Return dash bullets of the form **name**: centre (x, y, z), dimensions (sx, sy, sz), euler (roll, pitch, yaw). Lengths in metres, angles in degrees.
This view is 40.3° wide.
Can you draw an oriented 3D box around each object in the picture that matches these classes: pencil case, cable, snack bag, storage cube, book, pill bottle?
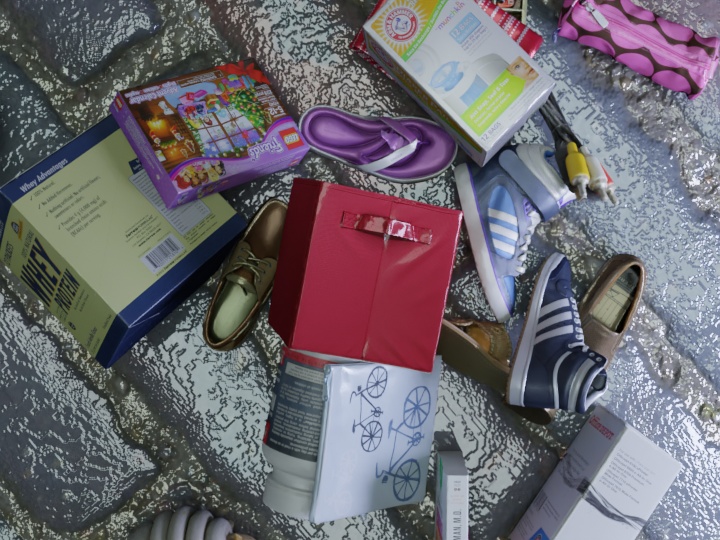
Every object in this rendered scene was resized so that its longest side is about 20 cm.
- **pencil case**: centre (0.330, -0.276, 1.162), dimensions (0.197, 0.094, 0.092), euler (24, 92, 0)
- **cable**: centre (0.254, -0.160, 1.167), dimensions (0.050, 0.096, 0.203), euler (-32, 62, 37)
- **snack bag**: centre (0.017, 0.196, 1.146), dimensions (0.021, 0.198, 0.192), euler (14, 100, 44)
- **storage cube**: centre (0.000, 0.000, 1.119), dimensions (0.168, 0.200, 0.183), euler (10, 93, -14)
- **book**: centre (0.111, 0.328, 1.160), dimensions (0.047, 0.134, 0.204), euler (1, 91, 2)
- **pill bottle**: centre (-0.054, 0.185, 1.169), dimensions (0.118, 0.120, 0.204), euler (13, 91, 1)

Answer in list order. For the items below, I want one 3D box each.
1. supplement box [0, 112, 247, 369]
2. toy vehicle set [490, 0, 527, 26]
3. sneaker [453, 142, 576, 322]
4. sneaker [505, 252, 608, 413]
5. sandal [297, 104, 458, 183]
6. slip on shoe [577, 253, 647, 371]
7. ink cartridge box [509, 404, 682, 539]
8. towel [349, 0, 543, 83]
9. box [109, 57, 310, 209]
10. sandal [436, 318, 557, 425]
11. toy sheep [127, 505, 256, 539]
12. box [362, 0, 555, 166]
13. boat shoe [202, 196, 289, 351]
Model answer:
- **supplement box**: centre (-0.277, -0.041, 1.120), dimensions (0.200, 0.134, 0.200), euler (45, 54, 1)
- **toy vehicle set**: centre (0.142, -0.351, 1.198), dimensions (0.122, 0.027, 0.204), euler (3, 91, 2)
- **sneaker**: centre (0.201, -0.052, 1.175), dimensions (0.144, 0.081, 0.203), euler (-15, 85, 6)
- **sneaker**: centre (0.245, 0.075, 1.143), dimensions (0.107, 0.070, 0.202), euler (10, 61, 23)
- **sandal**: centre (0.020, -0.154, 1.194), dimensions (0.199, 0.050, 0.084), euler (8, 92, 1)
- **slip on shoe**: centre (0.288, 0.073, 1.186), dimensions (0.075, 0.061, 0.202), euler (31, 92, 1)
- **ink cartridge box**: centre (0.271, 0.272, 1.148), dimensions (0.083, 0.145, 0.202), euler (33, 92, 0)
- **towel**: centre (0.104, -0.272, 1.177), dimensions (0.199, 0.022, 0.146), euler (34, 92, 2)
- **box**: centre (-0.170, -0.164, 1.135), dimensions (0.199, 0.039, 0.138), euler (-25, 79, -40)
- **sandal**: centre (0.162, 0.098, 1.199), dimensions (0.211, 0.078, 0.070), euler (38, 60, -6)
- **toy sheep**: centre (-0.215, 0.346, 1.170), dimensions (0.196, 0.138, 0.141), euler (-8, 91, 2)
- **box**: centre (0.107, -0.233, 1.111), dimensions (0.112, 0.101, 0.200), euler (-44, 85, 0)
- **boat shoe**: centre (-0.133, 0.009, 1.190), dimensions (0.075, 0.074, 0.203), euler (24, 92, 1)
